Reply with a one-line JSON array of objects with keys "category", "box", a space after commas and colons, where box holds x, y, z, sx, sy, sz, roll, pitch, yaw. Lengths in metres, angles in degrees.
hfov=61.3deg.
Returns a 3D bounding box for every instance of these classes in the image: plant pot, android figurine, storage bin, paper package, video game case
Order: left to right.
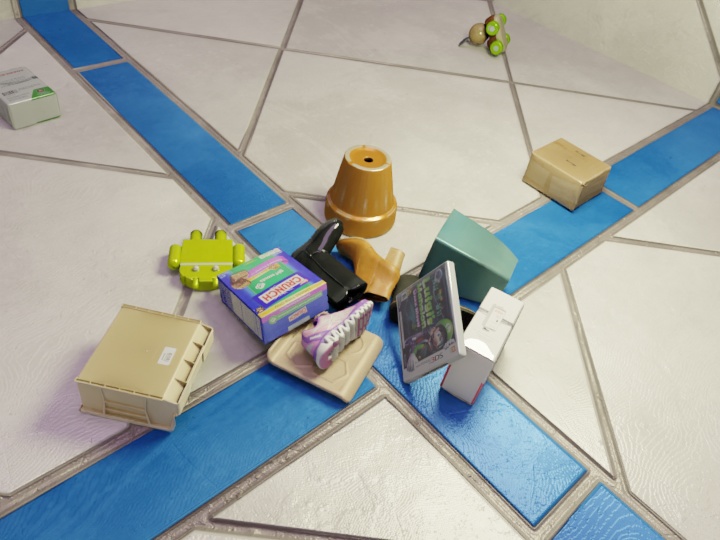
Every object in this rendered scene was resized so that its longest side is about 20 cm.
[{"category": "storage bin", "box": [-0.406, 0.182, 1.170, 0.195, 0.095, 0.202, 12, 42, 2]}, {"category": "android figurine", "box": [-0.364, -0.024, 1.442, 0.179, 0.042, 0.202, 1, 41, -10]}, {"category": "plant pot", "box": [0.009, -0.221, 1.613, 0.196, 0.185, 0.202, 5, 42, -5]}, {"category": "video game case", "box": [0.139, 0.108, 1.249, 0.023, 0.181, 0.203, 14, 57, -30]}, {"category": "plant pot", "box": [0.269, -0.019, 1.481, 0.198, 0.142, 0.142, 29, 45, 10]}, {"category": "paper package", "box": [0.635, -0.299, 1.874, 0.189, 0.105, 0.199, -26, 52, -35]}]

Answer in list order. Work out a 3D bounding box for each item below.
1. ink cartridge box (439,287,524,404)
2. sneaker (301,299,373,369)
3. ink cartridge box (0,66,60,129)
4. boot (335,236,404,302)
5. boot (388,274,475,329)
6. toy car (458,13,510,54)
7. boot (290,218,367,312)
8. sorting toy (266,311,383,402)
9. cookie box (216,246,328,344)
[{"category": "ink cartridge box", "box": [0.257, 0.156, 1.278, 0.082, 0.148, 0.200, 27, 44, 15]}, {"category": "sneaker", "box": [-0.051, 0.115, 1.275, 0.088, 0.081, 0.200, 28, 45, 25]}, {"category": "ink cartridge box", "box": [-1.022, -0.521, 1.825, 0.199, 0.084, 0.146, 38, 49, 26]}, {"category": "boot", "box": [0.001, 0.001, 1.464, 0.198, 0.071, 0.145, 11, 58, 28]}, {"category": "boot", "box": [0.169, 0.064, 1.421, 0.196, 0.078, 0.139, 10, 37, -1]}, {"category": "toy car", "box": [0.526, -1.005, 2.627, 0.197, 0.160, 0.165, -4, 30, 31]}, {"category": "boot", "box": [-0.053, -0.017, 1.434, 0.165, 0.066, 0.200, -44, 51, -7]}, {"category": "sorting toy", "box": [-0.073, 0.172, 1.289, 0.198, 0.037, 0.186, 26, 45, 11]}, {"category": "cookie box", "box": [-0.193, 0.048, 1.332, 0.170, 0.076, 0.199, -28, 41, -29]}]
